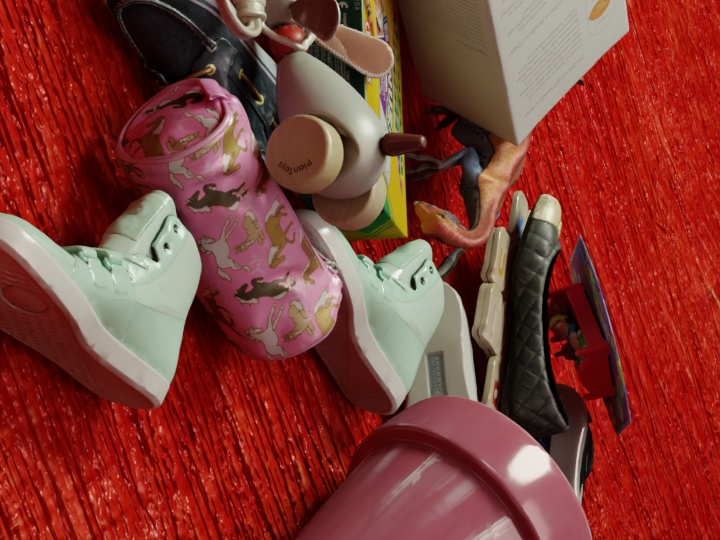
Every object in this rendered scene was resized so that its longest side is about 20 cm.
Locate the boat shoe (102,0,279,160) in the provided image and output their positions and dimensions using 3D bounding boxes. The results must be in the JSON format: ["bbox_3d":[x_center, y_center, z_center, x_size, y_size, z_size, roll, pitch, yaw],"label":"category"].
[{"bbox_3d":[-0.107,-0.124,1.270,0.200,0.071,0.091,40,47,-49],"label":"boat shoe"}]

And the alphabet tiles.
[{"bbox_3d":[0.128,0.042,1.596,0.200,0.015,0.196,52,44,-63],"label":"alphabet tiles"}]

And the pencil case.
[{"bbox_3d":[-0.084,-0.032,1.249,0.087,0.083,0.200,-58,136,-31],"label":"pencil case"}]

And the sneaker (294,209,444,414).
[{"bbox_3d":[0.000,0.000,1.400,0.118,0.074,0.201,-60,142,-32],"label":"sneaker"}]

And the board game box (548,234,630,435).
[{"bbox_3d":[0.184,0.062,1.592,0.200,0.039,0.159,73,3,-80],"label":"board game box"}]

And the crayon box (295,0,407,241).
[{"bbox_3d":[-0.007,-0.135,1.390,0.173,0.058,0.201,40,48,-76],"label":"crayon box"}]

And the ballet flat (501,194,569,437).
[{"bbox_3d":[0.152,0.038,1.554,0.066,0.057,0.201,24,70,-73],"label":"ballet flat"}]

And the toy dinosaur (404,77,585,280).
[{"bbox_3d":[0.095,-0.086,1.517,0.105,0.200,0.182,42,15,-25],"label":"toy dinosaur"}]

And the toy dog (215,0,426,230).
[{"bbox_3d":[-0.013,-0.129,1.244,0.132,0.096,0.201,-18,90,-71],"label":"toy dog"}]

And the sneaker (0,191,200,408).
[{"bbox_3d":[-0.165,-0.010,1.135,0.200,0.073,0.119,51,50,-53],"label":"sneaker"}]

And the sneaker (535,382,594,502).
[{"bbox_3d":[0.165,0.202,1.620,0.112,0.073,0.201,38,64,-72],"label":"sneaker"}]

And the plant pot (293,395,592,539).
[{"bbox_3d":[0.036,0.214,1.323,0.179,0.200,0.201,-32,110,-39],"label":"plant pot"}]

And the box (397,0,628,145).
[{"bbox_3d":[0.116,-0.228,1.476,0.152,0.106,0.200,-45,147,-20],"label":"box"}]

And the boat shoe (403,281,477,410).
[{"bbox_3d":[0.063,0.111,1.490,0.069,0.072,0.201,40,40,-67],"label":"boat shoe"}]
